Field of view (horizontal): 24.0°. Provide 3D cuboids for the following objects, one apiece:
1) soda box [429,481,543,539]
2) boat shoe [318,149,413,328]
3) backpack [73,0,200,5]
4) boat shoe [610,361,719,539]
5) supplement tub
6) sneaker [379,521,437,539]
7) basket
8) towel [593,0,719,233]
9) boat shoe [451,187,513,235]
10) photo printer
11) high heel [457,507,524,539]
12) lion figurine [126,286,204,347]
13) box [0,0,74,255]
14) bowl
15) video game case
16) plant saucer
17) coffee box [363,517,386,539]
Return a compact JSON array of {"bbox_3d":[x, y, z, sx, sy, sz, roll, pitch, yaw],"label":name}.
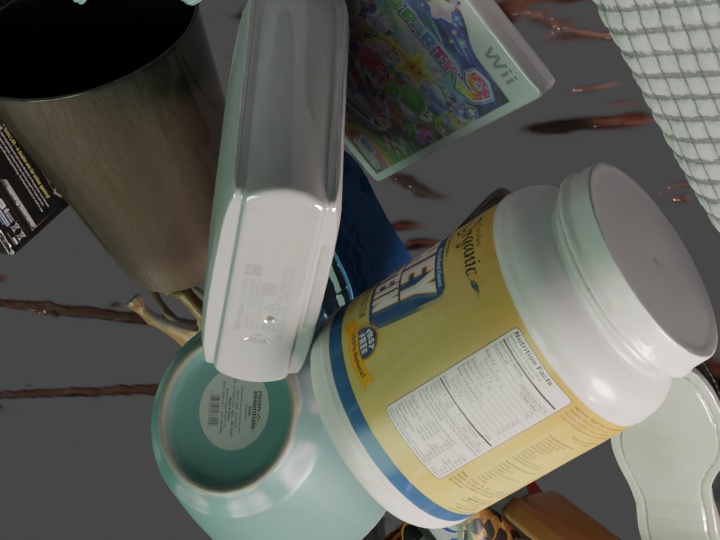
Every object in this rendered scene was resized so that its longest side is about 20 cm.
[{"bbox_3d":[0.101,0.190,1.285,0.201,0.068,0.063,53,148,-14],"label":"soda box"},{"bbox_3d":[0.000,0.000,1.181,0.068,0.084,0.202,8,119,58],"label":"boat shoe"},{"bbox_3d":[-0.094,-0.224,0.857,0.154,0.200,0.175,51,150,-14],"label":"backpack"},{"bbox_3d":[0.200,0.111,1.059,0.075,0.061,0.201,9,138,18],"label":"boat shoe"},{"bbox_3d":[0.086,0.043,0.960,0.199,0.145,0.145,-34,103,26],"label":"supplement tub"},{"bbox_3d":[0.042,0.258,1.464,0.078,0.078,0.200,56,149,6],"label":"sneaker"},{"bbox_3d":[-0.159,-0.092,1.194,0.178,0.137,0.201,-1,137,23],"label":"basket"},{"bbox_3d":[0.217,-0.091,0.749,0.199,0.086,0.166,3,129,54],"label":"towel"},{"bbox_3d":[0.052,0.034,1.086,0.065,0.072,0.200,37,121,-9],"label":"boat shoe"},{"bbox_3d":[-0.049,-0.063,0.994,0.069,0.202,0.167,8,140,-6],"label":"photo printer"},{"bbox_3d":[0.150,0.227,1.192,0.141,0.072,0.201,-2,134,25],"label":"high heel"},{"bbox_3d":[-0.115,0.043,1.397,0.122,0.073,0.200,43,167,-14],"label":"lion figurine"},{"bbox_3d":[-0.271,-0.141,1.242,0.086,0.164,0.201,8,136,48],"label":"box"},{"bbox_3d":[-0.074,0.112,1.228,0.200,0.202,0.105,27,-179,29],"label":"bowl"},{"bbox_3d":[0.016,-0.136,1.021,0.144,0.018,0.200,51,151,-9],"label":"video game case"},{"bbox_3d":[0.187,0.213,1.168,0.199,0.038,0.200,37,178,2],"label":"plant saucer"},{"bbox_3d":[-0.045,0.198,1.443,0.079,0.114,0.201,29,148,26],"label":"coffee box"}]
